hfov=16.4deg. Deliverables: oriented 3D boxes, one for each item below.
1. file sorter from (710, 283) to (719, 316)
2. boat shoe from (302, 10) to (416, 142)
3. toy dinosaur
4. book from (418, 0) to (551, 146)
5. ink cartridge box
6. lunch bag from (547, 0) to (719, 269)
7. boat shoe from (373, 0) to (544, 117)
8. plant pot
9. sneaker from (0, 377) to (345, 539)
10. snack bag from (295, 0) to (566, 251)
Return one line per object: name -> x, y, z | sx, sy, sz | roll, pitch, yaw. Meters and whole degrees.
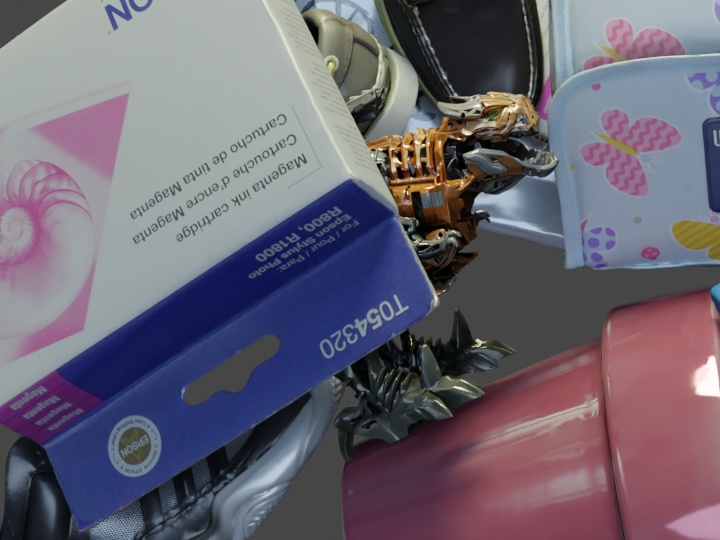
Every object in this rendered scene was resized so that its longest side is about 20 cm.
file sorter -> 0.258, 0.078, 1.022 | 0.139, 0.123, 0.200 | -27, 112, -1
boat shoe -> -0.064, -0.035, 1.133 | 0.202, 0.072, 0.060 | -45, 130, 13
toy dinosaur -> 0.000, 0.000, 1.083 | 0.200, 0.102, 0.136 | -28, 95, 39
book -> 0.135, -0.109, 1.167 | 0.200, 0.048, 0.134 | 26, 86, 4
ink cartridge box -> -0.091, -0.023, 1.060 | 0.196, 0.043, 0.200 | -33, 68, 18
lunch bag -> 0.166, -0.101, 1.083 | 0.169, 0.127, 0.201 | -1, 90, 9
boat shoe -> 0.033, -0.155, 1.117 | 0.073, 0.065, 0.200 | -20, 98, 1
plant pot -> 0.094, 0.120, 1.103 | 0.179, 0.200, 0.201 | -12, 85, 13
sneaker -> -0.096, 0.089, 1.150 | 0.114, 0.075, 0.200 | 38, 88, 0
snack bag -> 0.059, -0.114, 1.200 | 0.188, 0.021, 0.201 | 13, 84, 1
